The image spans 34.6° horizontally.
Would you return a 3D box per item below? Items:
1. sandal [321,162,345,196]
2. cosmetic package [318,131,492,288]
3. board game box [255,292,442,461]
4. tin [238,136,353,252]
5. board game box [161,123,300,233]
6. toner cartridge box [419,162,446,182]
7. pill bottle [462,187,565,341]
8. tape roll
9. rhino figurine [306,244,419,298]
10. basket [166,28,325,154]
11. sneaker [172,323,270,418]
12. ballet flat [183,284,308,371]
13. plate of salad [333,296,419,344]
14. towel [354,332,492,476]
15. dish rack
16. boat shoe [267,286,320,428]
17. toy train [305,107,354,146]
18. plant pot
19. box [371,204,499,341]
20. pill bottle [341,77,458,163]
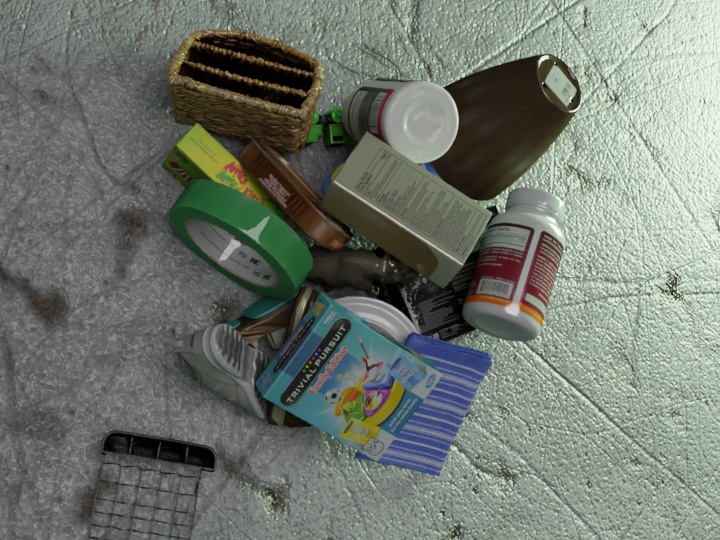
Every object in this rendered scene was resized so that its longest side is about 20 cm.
[{"bbox_3d":[-0.006,-0.104,1.636,0.080,0.087,0.200,61,22,9],"label":"sandal"},{"bbox_3d":[0.058,-0.079,1.511,0.200,0.071,0.105,34,58,0],"label":"cosmetic package"},{"bbox_3d":[-0.013,0.144,1.531,0.200,0.047,0.151,33,97,-27],"label":"board game box"},{"bbox_3d":[-0.089,-0.102,1.569,0.042,0.112,0.200,-47,69,12],"label":"tin"},{"bbox_3d":[-0.177,-0.106,1.599,0.200,0.102,0.048,43,69,-8],"label":"board game box"},{"bbox_3d":[0.080,-0.122,1.663,0.095,0.043,0.200,53,23,-7],"label":"toner cartridge box"},{"bbox_3d":[0.223,-0.010,1.632,0.113,0.113,0.200,25,72,-14],"label":"pill bottle"},{"bbox_3d":[-0.159,-0.039,1.539,0.200,0.200,0.048,36,69,-10],"label":"tape roll"},{"bbox_3d":[0.000,0.000,1.584,0.087,0.200,0.060,31,70,-45],"label":"rhino figurine"},{"bbox_3d":[-0.152,-0.267,1.594,0.200,0.149,0.143,16,74,0],"label":"basket"},{"bbox_3d":[-0.177,0.131,1.537,0.082,0.200,0.075,-5,52,21],"label":"sneaker"},{"bbox_3d":[-0.150,0.089,1.597,0.200,0.068,0.072,-30,111,-23],"label":"ballet flat"},{"bbox_3d":[-0.007,0.132,1.627,0.200,0.048,0.200,0,101,0],"label":"plate of salad"},{"bbox_3d":[0.091,0.190,1.622,0.145,0.024,0.200,17,103,-28],"label":"towel"},{"bbox_3d":[-0.279,0.318,1.502,0.153,0.055,0.200,13,75,-17],"label":"dish rack"},{"bbox_3d":[-0.070,0.120,1.567,0.075,0.075,0.202,13,111,-1],"label":"boat shoe"},{"bbox_3d":[-0.028,-0.211,1.712,0.200,0.042,0.056,-5,91,-22],"label":"toy train"},{"bbox_3d":[0.219,-0.227,1.691,0.187,0.200,0.187,20,57,-33],"label":"plant pot"},{"bbox_3d":[0.129,0.015,1.699,0.200,0.086,0.164,-21,88,-23],"label":"box"},{"bbox_3d":[0.046,-0.212,1.613,0.111,0.200,0.111,-5,102,-22],"label":"pill bottle"}]
